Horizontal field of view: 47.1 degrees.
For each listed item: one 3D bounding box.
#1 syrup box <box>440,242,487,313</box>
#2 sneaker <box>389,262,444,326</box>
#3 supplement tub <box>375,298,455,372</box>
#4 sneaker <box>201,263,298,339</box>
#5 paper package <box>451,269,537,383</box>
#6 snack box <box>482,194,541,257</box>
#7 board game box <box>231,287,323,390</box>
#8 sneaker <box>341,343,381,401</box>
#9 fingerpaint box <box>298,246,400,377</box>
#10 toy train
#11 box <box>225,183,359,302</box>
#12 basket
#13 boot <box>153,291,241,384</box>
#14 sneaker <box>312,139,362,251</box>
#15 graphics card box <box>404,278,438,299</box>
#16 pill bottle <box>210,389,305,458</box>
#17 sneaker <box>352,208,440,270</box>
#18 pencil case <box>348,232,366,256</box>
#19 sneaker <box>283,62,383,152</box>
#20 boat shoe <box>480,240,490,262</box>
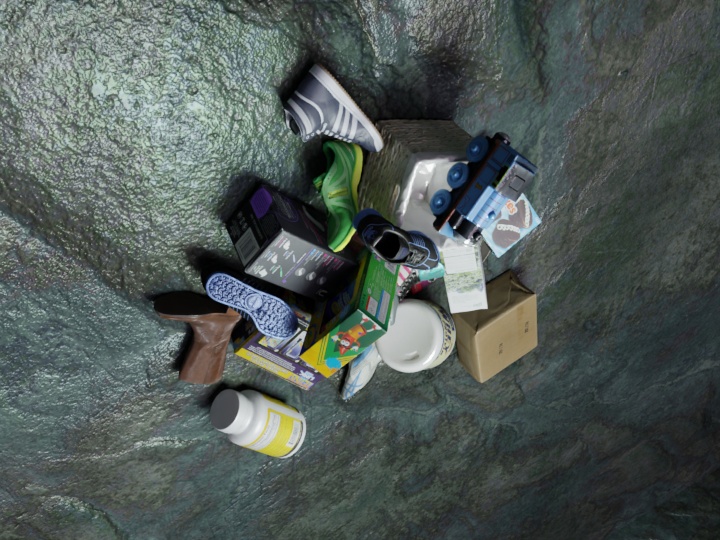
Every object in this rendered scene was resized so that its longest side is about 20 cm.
[{"bbox_3d":[0.206,-0.009,1.662,0.077,0.082,0.201,-7,138,10],"label":"syrup box"},{"bbox_3d":[0.102,0.014,1.595,0.118,0.204,0.084,7,172,1],"label":"sneaker"},{"bbox_3d":[0.120,0.134,1.723,0.145,0.145,0.200,-49,165,10],"label":"supplement tub"},{"bbox_3d":[-0.195,0.048,1.456,0.199,0.078,0.070,37,94,-30],"label":"sneaker"},{"bbox_3d":[0.319,0.133,1.946,0.189,0.104,0.202,-31,137,-14],"label":"paper package"},{"bbox_3d":[0.260,-0.141,1.643,0.116,0.037,0.201,-38,108,0],"label":"snack box"},{"bbox_3d":[-0.122,0.132,1.597,0.165,0.057,0.199,-40,130,21],"label":"board game box"},{"bbox_3d":[-0.001,0.210,1.810,0.072,0.072,0.201,-37,161,-49],"label":"sneaker"},{"bbox_3d":[-0.017,0.064,1.476,0.073,0.201,0.166,38,127,-18],"label":"fingerpaint box"},{"bbox_3d":[0.199,-0.132,1.379,0.086,0.114,0.201,21,109,-43],"label":"toy train"},{"bbox_3d":[-0.118,-0.044,1.440,0.106,0.123,0.199,-44,139,20],"label":"box"},{"bbox_3d":[0.114,-0.154,1.500,0.197,0.161,0.201,-8,129,-33],"label":"basket"},{"bbox_3d":[-0.311,0.135,1.507,0.184,0.065,0.202,2,128,-36],"label":"boot"},{"bbox_3d":[-0.046,-0.129,1.418,0.082,0.204,0.074,10,161,-24],"label":"sneaker"},{"bbox_3d":[0.130,-0.028,1.704,0.198,0.051,0.126,-31,138,-13],"label":"graphics card box"},{"bbox_3d":[-0.211,0.309,1.689,0.111,0.112,0.199,-47,138,8],"label":"pill bottle"},{"bbox_3d":[0.071,-0.035,1.396,0.198,0.078,0.070,24,113,-38],"label":"sneaker"},{"bbox_3d":[0.000,0.000,1.608,0.087,0.082,0.202,-56,160,-51],"label":"pencil case"},{"bbox_3d":[-0.049,-0.239,1.371,0.109,0.070,0.200,-47,132,0],"label":"sneaker"},{"bbox_3d":[0.278,-0.101,1.708,0.071,0.060,0.204,6,107,-55],"label":"boat shoe"}]
